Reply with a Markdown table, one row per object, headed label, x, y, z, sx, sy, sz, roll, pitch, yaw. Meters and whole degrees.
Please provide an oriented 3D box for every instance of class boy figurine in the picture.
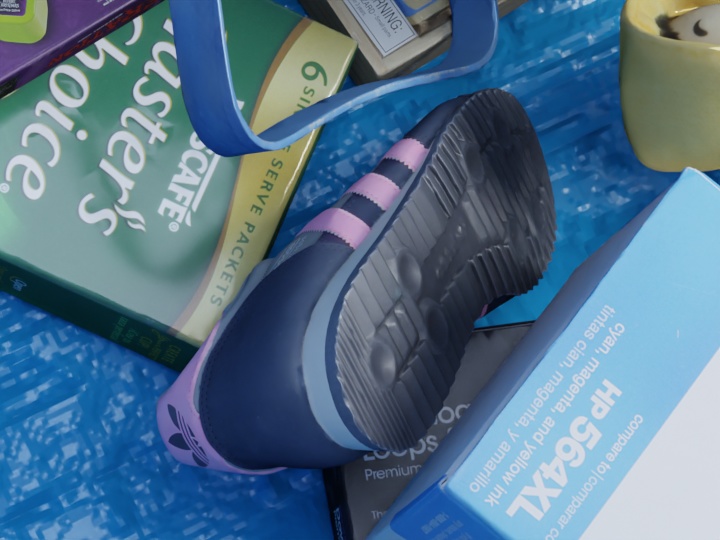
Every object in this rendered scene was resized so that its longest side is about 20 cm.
| label | x | y | z | sx | sy | sz | roll | pitch | yaw |
| --- | --- | --- | --- | --- | --- | --- | --- | --- | --- |
| boy figurine | 0.172 | -0.088 | 0.890 | 0.199 | 0.065 | 0.125 | -18 | 34 | 8 |

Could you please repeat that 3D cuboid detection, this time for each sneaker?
| label | x | y | z | sx | sy | sz | roll | pitch | yaw |
| --- | --- | --- | --- | --- | --- | --- | --- | --- | --- |
| sneaker | 0.000 | 0.000 | 0.909 | 0.070 | 0.082 | 0.200 | 67 | 29 | -14 |

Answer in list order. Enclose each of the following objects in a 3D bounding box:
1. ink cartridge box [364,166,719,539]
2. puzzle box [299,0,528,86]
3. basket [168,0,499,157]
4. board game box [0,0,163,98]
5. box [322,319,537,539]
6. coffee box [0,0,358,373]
| label | x | y | z | sx | sy | sz | roll | pitch | yaw |
| --- | --- | --- | --- | --- | --- | --- | --- | --- | --- |
| ink cartridge box | 0.122 | 0.092 | 0.866 | 0.200 | 0.129 | 0.125 | 40 | 71 | 1 |
| puzzle box | 0.003 | -0.175 | 1.001 | 0.133 | 0.025 | 0.200 | -32 | 84 | -18 |
| basket | -0.016 | -0.146 | 0.879 | 0.139 | 0.176 | 0.201 | -10 | 97 | 28 |
| board game box | -0.154 | -0.097 | 0.900 | 0.200 | 0.032 | 0.120 | -33 | 86 | -21 |
| box | 0.068 | 0.114 | 0.935 | 0.142 | 0.036 | 0.201 | -6 | 79 | -14 |
| coffee box | -0.112 | -0.060 | 0.938 | 0.199 | 0.044 | 0.123 | 26 | 71 | -4 |
